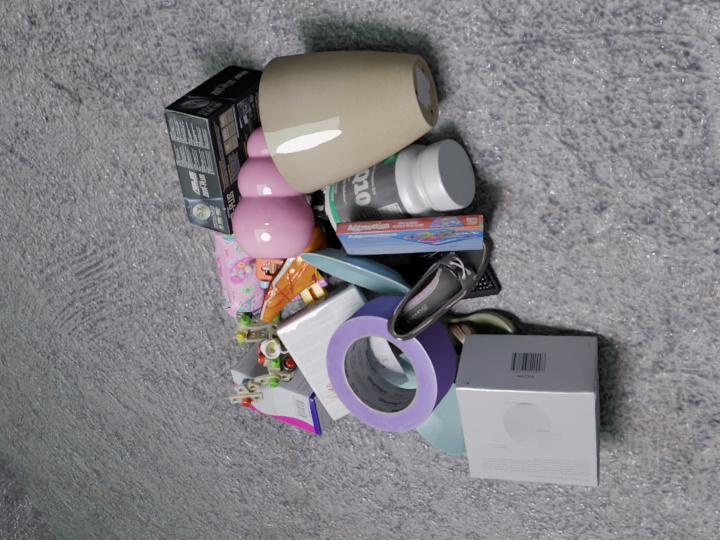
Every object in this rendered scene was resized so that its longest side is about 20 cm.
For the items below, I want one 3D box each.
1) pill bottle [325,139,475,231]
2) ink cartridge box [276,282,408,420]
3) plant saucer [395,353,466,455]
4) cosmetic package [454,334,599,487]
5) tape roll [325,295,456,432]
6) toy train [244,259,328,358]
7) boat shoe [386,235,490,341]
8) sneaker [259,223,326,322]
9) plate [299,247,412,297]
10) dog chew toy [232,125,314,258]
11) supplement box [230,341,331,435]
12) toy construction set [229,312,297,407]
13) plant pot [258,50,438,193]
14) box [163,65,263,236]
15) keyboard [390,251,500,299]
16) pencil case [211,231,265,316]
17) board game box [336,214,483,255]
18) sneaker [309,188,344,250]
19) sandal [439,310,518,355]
[{"bbox_3d":[0.055,-0.112,1.125,0.198,0.113,0.114,-15,115,38],"label":"pill bottle"},{"bbox_3d":[-0.029,0.140,1.381,0.159,0.047,0.201,-29,107,8],"label":"ink cartridge box"},{"bbox_3d":[0.135,0.223,1.376,0.200,0.038,0.203,36,142,34],"label":"plant saucer"},{"bbox_3d":[0.258,0.210,1.197,0.196,0.124,0.202,0,126,18],"label":"cosmetic package"},{"bbox_3d":[0.049,0.149,1.272,0.198,0.085,0.203,12,117,25],"label":"tape roll"},{"bbox_3d":[-0.125,0.055,1.416,0.148,0.056,0.203,1,107,10],"label":"toy train"},{"bbox_3d":[0.117,0.028,1.151,0.067,0.057,0.200,45,94,3],"label":"boat shoe"},{"bbox_3d":[-0.108,0.015,1.336,0.077,0.073,0.201,31,112,-11],"label":"sneaker"},{"bbox_3d":[0.000,0.000,1.238,0.198,0.026,0.200,19,171,3],"label":"plate"},{"bbox_3d":[-0.130,-0.120,1.181,0.123,0.124,0.203,1,93,36],"label":"dog chew toy"},{"bbox_3d":[-0.144,0.228,1.567,0.198,0.104,0.102,14,132,26],"label":"supplement box"},{"bbox_3d":[-0.189,0.156,1.495,0.129,0.203,0.092,7,153,-15],"label":"toy construction set"},{"bbox_3d":[-0.004,-0.216,1.058,0.197,0.188,0.189,-9,119,25],"label":"plant pot"},{"bbox_3d":[-0.202,-0.186,1.224,0.085,0.164,0.202,16,133,25],"label":"box"},{"bbox_3d":[0.114,0.014,1.242,0.198,0.040,0.105,-11,117,41],"label":"keyboard"},{"bbox_3d":[-0.222,-0.013,1.442,0.086,0.088,0.202,19,132,24],"label":"pencil case"},{"bbox_3d":[0.071,-0.048,1.103,0.197,0.020,0.103,-2,165,8],"label":"board game box"},{"bbox_3d":[-0.047,-0.121,1.218,0.075,0.088,0.202,-4,120,41],"label":"sneaker"},{"bbox_3d":[0.164,0.110,1.269,0.199,0.057,0.081,-2,123,38],"label":"sandal"}]
